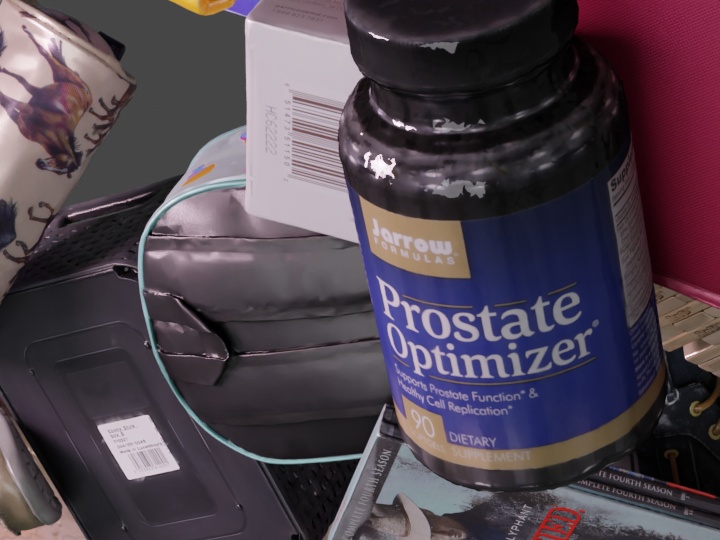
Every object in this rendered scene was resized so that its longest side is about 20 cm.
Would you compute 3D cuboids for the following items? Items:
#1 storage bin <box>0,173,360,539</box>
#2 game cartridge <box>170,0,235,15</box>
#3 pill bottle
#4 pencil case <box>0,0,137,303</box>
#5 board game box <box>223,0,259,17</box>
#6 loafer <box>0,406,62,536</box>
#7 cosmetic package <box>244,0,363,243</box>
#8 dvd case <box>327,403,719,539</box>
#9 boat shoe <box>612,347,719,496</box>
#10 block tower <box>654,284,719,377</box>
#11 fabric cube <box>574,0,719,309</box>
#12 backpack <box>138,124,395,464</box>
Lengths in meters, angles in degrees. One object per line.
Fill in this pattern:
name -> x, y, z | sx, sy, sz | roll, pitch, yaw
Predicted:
storage bin -> -0.101, 0.064, 1.471 | 0.135, 0.094, 0.201 | -14, 115, 33
game cartridge -> -0.126, -0.229, 1.242 | 0.199, 0.032, 0.177 | 26, 120, 30
pill bottle -> 0.052, -0.024, 1.063 | 0.111, 0.112, 0.201 | 4, 127, 24
pencil case -> -0.192, -0.040, 1.390 | 0.078, 0.089, 0.201 | 28, 99, -35
board game box -> -0.129, -0.210, 1.334 | 0.199, 0.029, 0.135 | 18, 128, 15
loafer -> -0.226, 0.110, 1.521 | 0.200, 0.070, 0.075 | 18, 140, 61
cosmetic package -> 0.019, -0.109, 1.218 | 0.071, 0.200, 0.102 | 15, 128, 17
dvd case -> 0.091, 0.129, 1.331 | 0.199, 0.022, 0.146 | 17, 149, -3
boat shoe -> 0.167, 0.072, 1.354 | 0.090, 0.071, 0.201 | 4, 120, 21
block tower -> 0.158, 0.005, 1.259 | 0.058, 0.054, 0.200 | -28, 142, 37
fabric cube -> 0.156, -0.128, 1.139 | 0.195, 0.200, 0.200 | 21, 131, 11
backpack -> 0.000, 0.000, 1.332 | 0.199, 0.154, 0.177 | -11, 118, 14
